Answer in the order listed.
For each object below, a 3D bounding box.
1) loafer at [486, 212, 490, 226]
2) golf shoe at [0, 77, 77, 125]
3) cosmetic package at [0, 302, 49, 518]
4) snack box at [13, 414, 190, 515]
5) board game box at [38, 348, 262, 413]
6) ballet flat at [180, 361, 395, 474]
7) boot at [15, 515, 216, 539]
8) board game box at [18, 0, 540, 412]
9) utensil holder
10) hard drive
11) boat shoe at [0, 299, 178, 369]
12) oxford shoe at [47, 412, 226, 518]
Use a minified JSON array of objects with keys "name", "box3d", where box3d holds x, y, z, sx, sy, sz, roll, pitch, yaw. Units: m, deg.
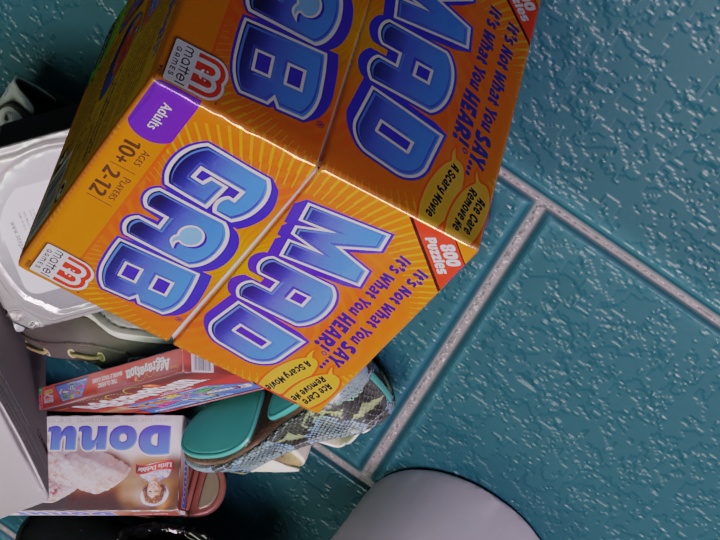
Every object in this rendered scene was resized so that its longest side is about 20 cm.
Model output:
[{"name":"loafer","box3d":[0.000,0.000,1.601,0.073,0.071,0.200,43,139,-5]},{"name":"golf shoe","box3d":[-0.234,-0.091,1.692,0.199,0.078,0.098,3,123,21]},{"name":"cosmetic package","box3d":[-0.278,0.085,1.775,0.090,0.200,0.107,-20,121,6]},{"name":"snack box","box3d":[-0.224,0.144,1.843,0.199,0.072,0.024,-1,165,14]},{"name":"board game box","box3d":[-0.131,0.078,1.727,0.200,0.103,0.020,-16,72,54]},{"name":"ballet flat","box3d":[-0.048,0.109,1.742,0.074,0.074,0.200,49,141,-13]},{"name":"boot","box3d":[-0.167,0.222,1.875,0.198,0.074,0.163,26,162,1]},{"name":"board game box","box3d":[-0.045,-0.081,1.427,0.199,0.200,0.200,27,141,-14]},{"name":"utensil holder","box3d":[0.026,0.260,1.719,0.170,0.200,0.170,20,136,21]},{"name":"hard drive","box3d":[-0.154,-0.045,1.624,0.199,0.038,0.140,-14,121,7]},{"name":"boat shoe","box3d":[-0.169,0.036,1.755,0.201,0.072,0.060,9,131,37]},{"name":"oxford shoe","box3d":[-0.188,0.148,1.887,0.199,0.071,0.074,14,165,19]}]
